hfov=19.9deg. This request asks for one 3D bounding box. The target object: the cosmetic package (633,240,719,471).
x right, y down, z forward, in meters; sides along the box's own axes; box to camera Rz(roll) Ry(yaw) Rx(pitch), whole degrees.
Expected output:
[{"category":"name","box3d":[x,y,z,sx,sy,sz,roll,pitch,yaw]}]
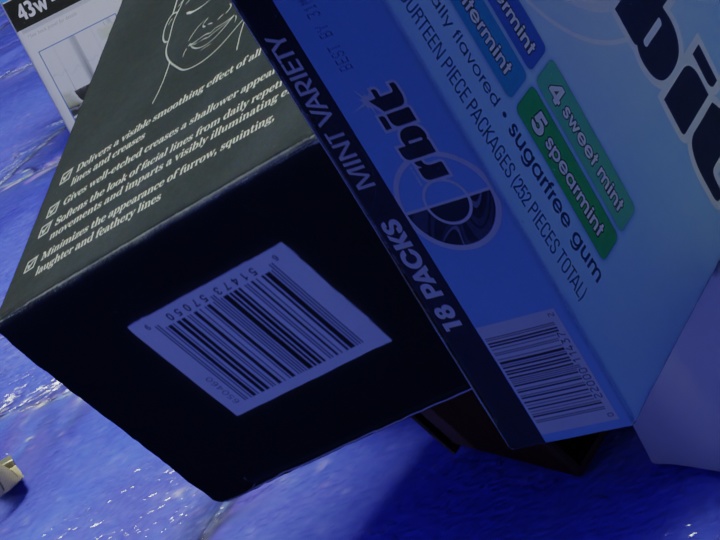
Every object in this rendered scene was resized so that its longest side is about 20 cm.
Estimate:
[{"category":"cosmetic package","box3d":[0.161,0.005,0.581,0.108,0.085,0.200,-40,21,-25]}]

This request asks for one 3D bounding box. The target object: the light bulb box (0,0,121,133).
[{"category":"light bulb box","box3d":[-0.209,-0.213,1.581,0.125,0.200,0.198,-27,17,-2]}]

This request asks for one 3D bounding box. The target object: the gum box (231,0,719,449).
[{"category":"gum box","box3d":[0.054,-0.080,0.566,0.044,0.170,0.200,-16,25,38]}]

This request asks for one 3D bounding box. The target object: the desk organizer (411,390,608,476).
[{"category":"desk organizer","box3d":[0.083,-0.032,0.715,0.200,0.072,0.077,-56,29,-15]}]

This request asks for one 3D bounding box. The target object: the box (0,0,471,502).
[{"category":"box","box3d":[-0.011,-0.049,0.677,0.148,0.107,0.200,-27,34,36]}]

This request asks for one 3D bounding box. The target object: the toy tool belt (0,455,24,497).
[{"category":"toy tool belt","box3d":[-0.239,0.057,0.959,0.125,0.123,0.200,-30,17,-11]}]
